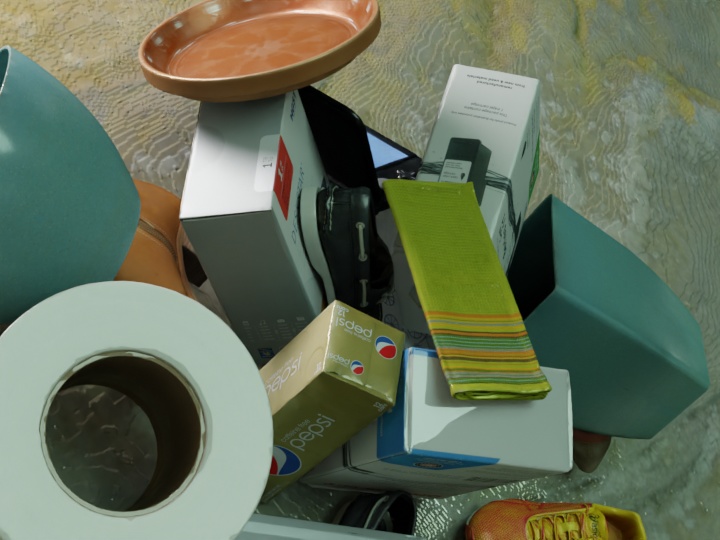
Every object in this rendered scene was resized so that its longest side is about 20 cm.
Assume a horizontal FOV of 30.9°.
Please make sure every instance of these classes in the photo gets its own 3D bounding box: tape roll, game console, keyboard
[{"bbox_3d":[-0.174,0.118,0.893,0.202,0.139,0.204,5,76,-21],"label":"tape roll"},{"bbox_3d":[-0.032,-0.148,1.195,0.200,0.117,0.176,34,35,28],"label":"game console"},{"bbox_3d":[-0.039,0.216,1.006,0.199,0.011,0.056,10,36,-10],"label":"keyboard"}]

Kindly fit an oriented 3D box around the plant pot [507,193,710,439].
[{"bbox_3d":[0.216,0.061,1.213,0.200,0.141,0.142,28,36,-17],"label":"plant pot"}]

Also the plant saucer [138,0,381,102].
[{"bbox_3d":[-0.081,-0.186,1.064,0.200,0.200,0.032,-53,139,-46],"label":"plant saucer"}]

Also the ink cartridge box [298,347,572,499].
[{"bbox_3d":[0.055,0.129,1.052,0.146,0.200,0.086,10,73,-24],"label":"ink cartridge box"}]

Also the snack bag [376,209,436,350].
[{"bbox_3d":[0.085,0.025,1.270,0.199,0.021,0.189,13,56,-37],"label":"snack bag"}]

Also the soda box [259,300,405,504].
[{"bbox_3d":[-0.047,0.106,1.005,0.064,0.200,0.068,26,48,-19],"label":"soda box"}]

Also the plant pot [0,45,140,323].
[{"bbox_3d":[-0.240,-0.043,0.947,0.134,0.200,0.201,26,48,-25],"label":"plant pot"}]

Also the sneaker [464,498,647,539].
[{"bbox_3d":[0.179,0.236,1.198,0.199,0.077,0.073,4,61,-36],"label":"sneaker"}]

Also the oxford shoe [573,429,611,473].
[{"bbox_3d":[0.219,0.119,1.331,0.070,0.075,0.200,2,37,5],"label":"oxford shoe"}]

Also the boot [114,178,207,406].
[{"bbox_3d":[-0.197,0.001,1.045,0.155,0.077,0.201,30,51,-17],"label":"boot"}]

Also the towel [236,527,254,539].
[{"bbox_3d":[-0.081,0.300,0.972,0.149,0.031,0.200,-24,79,-45],"label":"towel"}]

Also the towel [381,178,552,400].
[{"bbox_3d":[0.080,0.010,1.000,0.086,0.018,0.201,3,54,-30],"label":"towel"}]

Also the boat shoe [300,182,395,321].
[{"bbox_3d":[0.000,0.000,1.105,0.200,0.060,0.076,66,23,-58],"label":"boat shoe"}]

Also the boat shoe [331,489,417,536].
[{"bbox_3d":[-0.001,0.249,1.029,0.073,0.063,0.200,48,34,-18],"label":"boat shoe"}]

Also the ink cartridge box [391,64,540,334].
[{"bbox_3d":[0.098,-0.056,1.154,0.083,0.147,0.201,13,62,14],"label":"ink cartridge box"}]

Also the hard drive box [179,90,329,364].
[{"bbox_3d":[-0.077,-0.041,1.089,0.200,0.076,0.156,70,19,-51],"label":"hard drive box"}]
